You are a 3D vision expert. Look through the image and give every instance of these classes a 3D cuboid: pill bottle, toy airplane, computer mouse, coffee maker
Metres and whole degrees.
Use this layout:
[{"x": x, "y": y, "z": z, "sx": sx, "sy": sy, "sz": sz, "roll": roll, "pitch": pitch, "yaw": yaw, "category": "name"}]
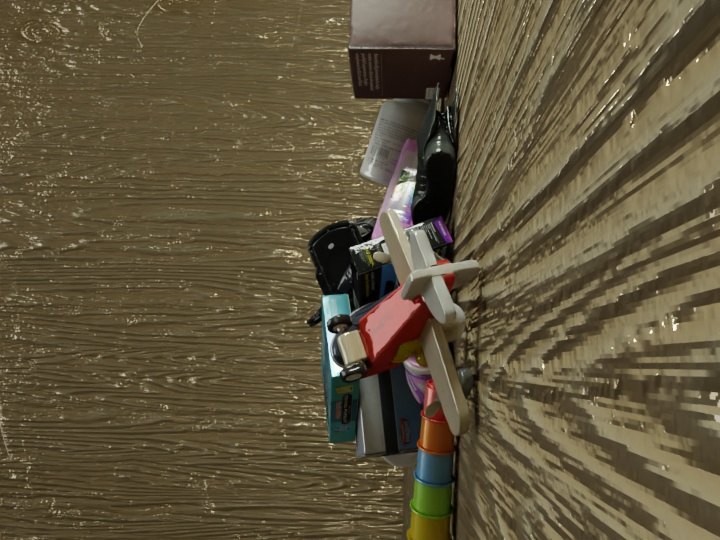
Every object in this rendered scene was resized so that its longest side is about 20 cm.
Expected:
[{"x": 0.081, "y": -0.259, "z": 1.163, "sx": 0.114, "sy": 0.112, "sz": 0.205, "roll": -72, "pitch": 1, "yaw": -80, "category": "pill bottle"}, {"x": 0.090, "y": 0.339, "z": 1.330, "sx": 0.200, "sy": 0.109, "sz": 0.116, "roll": -4, "pitch": -84, "yaw": -86, "category": "pill bottle"}, {"x": 0.067, "y": 0.047, "z": 0.670, "sx": 0.197, "sy": 0.138, "sz": 0.206, "roll": 20, "pitch": 103, "yaw": 53, "category": "toy airplane"}, {"x": -0.035, "y": 0.033, "z": 1.045, "sx": 0.200, "sy": 0.034, "sz": 0.058, "roll": -44, "pitch": -11, "yaw": 32, "category": "computer mouse"}, {"x": 0.000, "y": 0.000, "z": 1.169, "sx": 0.199, "sy": 0.131, "sz": 0.198, "roll": -19, "pitch": -72, "yaw": -69, "category": "coffee maker"}]

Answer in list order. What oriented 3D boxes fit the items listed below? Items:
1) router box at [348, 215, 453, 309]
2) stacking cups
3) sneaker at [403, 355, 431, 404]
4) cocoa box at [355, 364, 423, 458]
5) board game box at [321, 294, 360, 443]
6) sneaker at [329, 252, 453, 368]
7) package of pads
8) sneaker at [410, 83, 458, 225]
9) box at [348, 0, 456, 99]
[{"x": 0.060, "y": 0.008, "z": 0.958, "sx": 0.201, "sy": 0.146, "sz": 0.052, "roll": 85, "pitch": 164, "yaw": -64, "category": "router box"}, {"x": 0.089, "y": 0.240, "z": 0.771, "sx": 0.061, "sy": 0.059, "sz": 0.206, "roll": -69, "pitch": -19, "yaw": -81, "category": "stacking cups"}, {"x": 0.096, "y": 0.128, "z": 0.923, "sx": 0.201, "sy": 0.078, "sz": 0.091, "roll": -82, "pitch": -17, "yaw": -69, "category": "sneaker"}, {"x": 0.052, "y": 0.203, "z": 1.038, "sx": 0.134, "sy": 0.127, "sz": 0.206, "roll": 107, "pitch": 158, "yaw": -70, "category": "cocoa box"}, {"x": -0.035, "y": 0.164, "z": 1.018, "sx": 0.203, "sy": 0.046, "sz": 0.154, "roll": 94, "pitch": 170, "yaw": -48, "category": "board game box"}, {"x": 0.043, "y": 0.051, "z": 0.827, "sx": 0.078, "sy": 0.200, "sz": 0.147, "roll": 54, "pitch": 168, "yaw": 14, "category": "sneaker"}, {"x": 0.081, "y": -0.102, "z": 1.040, "sx": 0.121, "sy": 0.074, "sz": 0.204, "roll": 74, "pitch": -147, "yaw": -66, "category": "package of pads"}, {"x": 0.110, "y": -0.161, "z": 0.909, "sx": 0.202, "sy": 0.058, "sz": 0.106, "roll": 96, "pitch": 176, "yaw": -55, "category": "sneaker"}, {"x": 0.066, "y": -0.404, "z": 0.983, "sx": 0.166, "sy": 0.159, "sz": 0.206, "roll": 77, "pitch": -165, "yaw": -79, "category": "box"}]
